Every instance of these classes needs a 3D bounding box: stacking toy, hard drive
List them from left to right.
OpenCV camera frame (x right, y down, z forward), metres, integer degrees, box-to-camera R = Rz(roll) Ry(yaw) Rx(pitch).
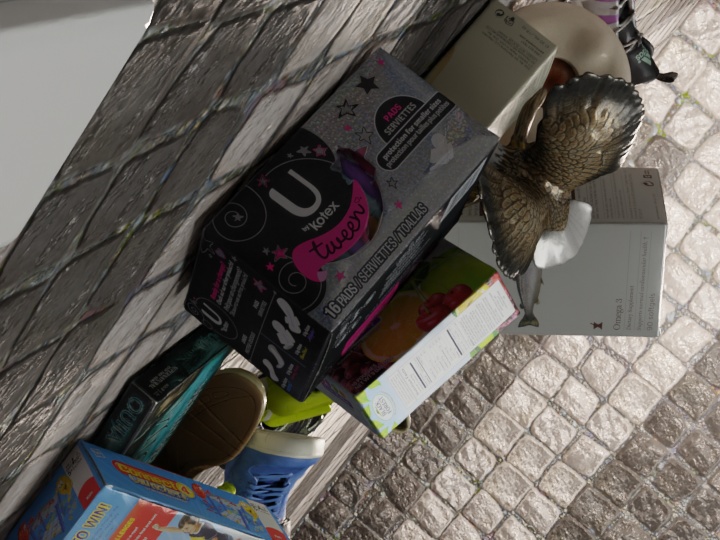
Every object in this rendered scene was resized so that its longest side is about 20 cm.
[{"bbox_3d":[-0.159,-0.044,0.672,0.132,0.027,0.200,-54,172,22],"label":"hard drive"},{"bbox_3d":[0.161,-0.175,1.708,0.146,0.146,0.200,-50,-171,-1],"label":"stacking toy"}]

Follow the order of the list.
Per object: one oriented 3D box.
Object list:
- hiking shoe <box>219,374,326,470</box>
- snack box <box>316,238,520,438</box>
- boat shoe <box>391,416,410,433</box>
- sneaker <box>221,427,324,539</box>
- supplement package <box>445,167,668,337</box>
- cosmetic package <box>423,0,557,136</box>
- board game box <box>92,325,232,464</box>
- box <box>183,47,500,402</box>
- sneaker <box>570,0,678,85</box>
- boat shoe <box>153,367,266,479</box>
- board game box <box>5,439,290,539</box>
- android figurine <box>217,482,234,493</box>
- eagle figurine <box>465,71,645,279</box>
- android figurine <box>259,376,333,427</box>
[{"bbox_3d":[-0.074,0.135,1.899,0.200,0.076,0.101,-42,172,-45],"label":"hiking shoe"},{"bbox_3d":[0.005,0.026,1.368,0.142,0.200,0.053,-40,127,-13],"label":"snack box"},{"bbox_3d":[-0.018,0.073,1.511,0.072,0.200,0.076,-41,-140,17],"label":"boat shoe"},{"bbox_3d":[-0.084,0.201,1.615,0.200,0.077,0.112,153,-54,-71],"label":"sneaker"},{"bbox_3d":[0.166,-0.018,1.611,0.117,0.199,0.117,-83,172,-60],"label":"supplement package"},{"bbox_3d":[0.072,-0.121,1.527,0.200,0.071,0.105,-49,172,-17],"label":"cosmetic package"},{"bbox_3d":[-0.181,0.137,1.436,0.200,0.028,0.135,-55,172,31],"label":"board game box"},{"bbox_3d":[-0.016,-0.034,1.259,0.200,0.115,0.132,-49,172,-27],"label":"box"},{"bbox_3d":[0.273,-0.245,1.858,0.078,0.140,0.200,-46,172,-31],"label":"sneaker"},{"bbox_3d":[-0.140,0.137,1.558,0.200,0.073,0.063,-43,-175,38],"label":"boat shoe"},{"bbox_3d":[-0.187,0.246,1.394,0.196,0.056,0.200,27,106,-41],"label":"board game box"},{"bbox_3d":[-0.188,0.243,1.518,0.200,0.041,0.182,-32,165,-25],"label":"android figurine"},{"bbox_3d":[0.134,-0.072,1.410,0.200,0.150,0.152,-170,-104,-75],"label":"eagle figurine"},{"bbox_3d":[-0.062,0.115,1.666,0.199,0.041,0.182,-16,173,-10],"label":"android figurine"}]
